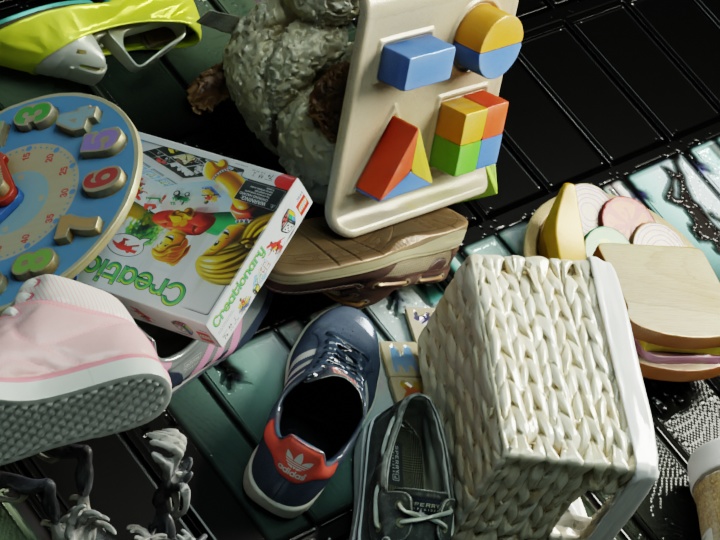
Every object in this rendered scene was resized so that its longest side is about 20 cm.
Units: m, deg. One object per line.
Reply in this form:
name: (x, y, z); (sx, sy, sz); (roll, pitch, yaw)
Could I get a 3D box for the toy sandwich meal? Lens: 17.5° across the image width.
toy sandwich meal: (0.226, 0.002, 1.904); (0.205, 0.070, 0.205); (15, 47, -17)

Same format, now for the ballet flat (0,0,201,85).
ballet flat: (-0.204, -0.181, 1.833); (0.200, 0.067, 0.067); (-21, 79, -41)

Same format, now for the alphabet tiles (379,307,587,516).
alphabet tiles: (0.103, 0.111, 1.789); (0.166, 0.006, 0.200); (3, 52, -28)

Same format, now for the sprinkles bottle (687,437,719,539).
sprinkles bottle: (0.292, 0.222, 1.754); (0.068, 0.068, 0.200); (13, 48, -19)

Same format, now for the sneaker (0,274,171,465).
sneaker: (-0.231, 0.063, 1.504); (0.200, 0.075, 0.105); (-10, 49, -21)

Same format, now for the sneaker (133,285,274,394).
sneaker: (-0.115, 0.029, 1.683); (0.070, 0.082, 0.200); (39, 44, 6)

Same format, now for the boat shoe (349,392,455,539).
boat shoe: (0.031, 0.174, 1.648); (0.072, 0.071, 0.200); (10, 49, -22)

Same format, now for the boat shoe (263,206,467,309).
boat shoe: (0.000, 0.000, 1.780); (0.072, 0.072, 0.200); (31, 31, 34)

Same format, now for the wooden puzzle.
wooden puzzle: (0.058, -0.132, 1.754); (0.046, 0.200, 0.185); (25, 29, 36)

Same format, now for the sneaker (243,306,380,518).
sneaker: (-0.019, 0.086, 1.686); (0.075, 0.085, 0.200); (27, 44, -6)

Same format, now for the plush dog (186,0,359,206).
plush dog: (-0.036, -0.123, 1.821); (0.160, 0.200, 0.172); (-28, 54, -6)

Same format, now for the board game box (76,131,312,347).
board game box: (-0.148, -0.030, 1.627); (0.200, 0.035, 0.126); (17, 65, 31)

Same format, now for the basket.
basket: (0.124, 0.098, 1.715); (0.123, 0.136, 0.200); (8, 50, -18)

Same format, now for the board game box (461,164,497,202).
board game box: (0.060, -0.156, 1.869); (0.048, 0.200, 0.102); (-12, 49, 12)

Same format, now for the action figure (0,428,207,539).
action figure: (-0.165, 0.161, 1.531); (0.200, 0.102, 0.119); (34, 43, 6)

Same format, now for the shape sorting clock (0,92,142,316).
shape sorting clock: (-0.242, -0.048, 1.627); (0.039, 0.200, 0.200); (51, 29, -41)
